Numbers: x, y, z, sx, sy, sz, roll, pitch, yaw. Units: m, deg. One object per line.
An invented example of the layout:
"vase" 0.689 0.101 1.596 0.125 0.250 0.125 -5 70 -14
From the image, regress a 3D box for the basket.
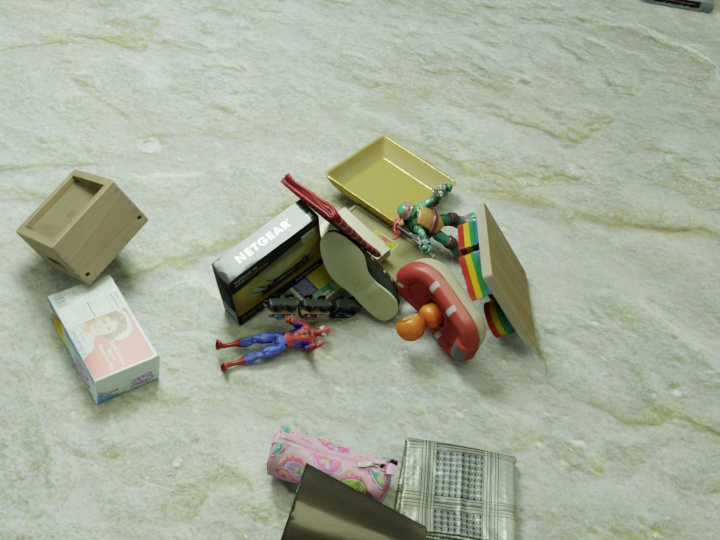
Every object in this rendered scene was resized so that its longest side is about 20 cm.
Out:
"basket" -0.014 0.398 1.444 0.199 0.136 0.181 18 63 0

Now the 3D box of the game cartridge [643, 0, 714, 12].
"game cartridge" 0.845 -0.757 2.645 0.199 0.042 0.133 9 53 -2

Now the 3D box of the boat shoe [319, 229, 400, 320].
"boat shoe" -0.002 0.001 1.771 0.201 0.074 0.063 48 23 -22

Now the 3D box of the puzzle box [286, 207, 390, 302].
"puzzle box" -0.060 -0.019 1.835 0.200 0.025 0.133 -37 65 -20

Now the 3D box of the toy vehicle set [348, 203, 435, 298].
"toy vehicle set" 0.029 -0.038 1.892 0.200 0.027 0.124 34 53 19

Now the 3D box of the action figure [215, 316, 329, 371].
"action figure" -0.139 0.119 1.682 0.199 0.099 0.065 -12 79 -22

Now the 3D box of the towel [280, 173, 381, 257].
"towel" -0.049 -0.095 1.746 0.145 0.200 0.023 38 90 32

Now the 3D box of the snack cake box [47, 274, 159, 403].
"snack cake box" -0.433 0.112 1.658 0.115 0.067 0.200 -21 56 -27

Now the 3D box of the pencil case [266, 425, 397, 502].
"pencil case" -0.046 0.307 1.545 0.199 0.088 0.088 16 49 5

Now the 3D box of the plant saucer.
"plant saucer" 0.059 -0.171 1.991 0.200 0.049 0.200 36 48 20

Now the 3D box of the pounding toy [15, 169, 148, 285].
"pounding toy" -0.484 -0.080 1.754 0.200 0.142 0.184 17 62 48

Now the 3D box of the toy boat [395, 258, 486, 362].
"toy boat" 0.120 0.080 1.730 0.130 0.131 0.200 -25 67 -21

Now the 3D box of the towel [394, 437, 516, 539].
"towel" 0.152 0.363 1.563 0.192 0.035 0.200 11 49 0

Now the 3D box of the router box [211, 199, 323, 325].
"router box" -0.158 -0.013 1.725 0.200 0.157 0.052 -38 65 -18

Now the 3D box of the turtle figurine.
"turtle figurine" 0.138 -0.095 1.870 0.200 0.101 0.150 21 80 -36

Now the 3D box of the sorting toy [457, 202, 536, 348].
"sorting toy" 0.241 0.017 1.791 0.069 0.200 0.199 -21 38 20

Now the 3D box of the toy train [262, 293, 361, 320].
"toy train" -0.088 0.066 1.740 0.200 0.046 0.034 3 50 -35
